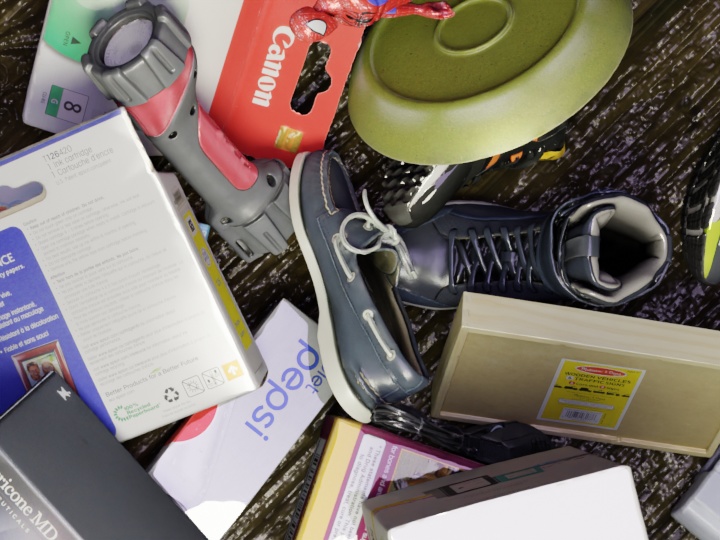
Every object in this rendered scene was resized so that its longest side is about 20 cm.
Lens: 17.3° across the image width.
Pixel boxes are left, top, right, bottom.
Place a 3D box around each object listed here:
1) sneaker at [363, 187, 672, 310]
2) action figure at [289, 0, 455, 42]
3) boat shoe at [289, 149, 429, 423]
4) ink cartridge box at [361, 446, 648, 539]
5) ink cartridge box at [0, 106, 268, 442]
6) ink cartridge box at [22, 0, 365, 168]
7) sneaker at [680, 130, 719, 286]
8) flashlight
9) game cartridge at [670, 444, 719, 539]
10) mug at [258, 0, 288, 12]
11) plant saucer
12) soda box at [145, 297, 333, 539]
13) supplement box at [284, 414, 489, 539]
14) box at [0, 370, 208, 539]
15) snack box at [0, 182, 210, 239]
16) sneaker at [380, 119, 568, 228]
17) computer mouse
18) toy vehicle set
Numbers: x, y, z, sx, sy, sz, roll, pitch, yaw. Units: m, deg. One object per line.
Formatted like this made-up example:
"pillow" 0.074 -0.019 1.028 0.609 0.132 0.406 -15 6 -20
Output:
"sneaker" 0.105 -0.012 1.555 0.201 0.146 0.077 -3 89 -4
"action figure" 0.045 -0.186 1.492 0.199 0.065 0.052 -22 75 -17
"boat shoe" 0.000 0.000 1.538 0.062 0.075 0.201 -27 52 23
"ink cartridge box" 0.092 0.196 1.412 0.145 0.200 0.148 -14 90 -4
"ink cartridge box" -0.189 0.017 1.516 0.197 0.047 0.201 -21 100 14
"ink cartridge box" -0.108 -0.137 1.541 0.199 0.050 0.161 19 130 -3
"sneaker" 0.283 -0.078 1.612 0.081 0.074 0.201 26 87 -7
"flashlight" -0.099 -0.090 1.528 0.067 0.200 0.068 -13 50 29
"game cartridge" 0.323 0.130 1.624 0.133 0.040 0.200 39 85 -6
"mug" -0.007 -0.255 1.516 0.177 0.133 0.200 44 128 7
"plant saucer" 0.078 -0.150 1.543 0.200 0.200 0.031 -35 131 -6
"soda box" -0.088 0.116 1.570 0.068 0.063 0.200 38 84 -2
"supplement box" 0.053 0.186 1.561 0.199 0.103 0.132 20 86 -4
"box" -0.211 0.209 1.487 0.198 0.123 0.200 -41 93 21
"snack box" -0.210 0.000 1.577 0.199 0.037 0.117 15 87 -4
"sneaker" 0.097 -0.091 1.578 0.090 0.070 0.200 44 66 -20
"computer mouse" 0.070 0.104 1.535 0.058 0.200 0.034 17 86 33
"toy vehicle set" 0.153 0.071 1.566 0.199 0.124 0.027 9 58 -5
